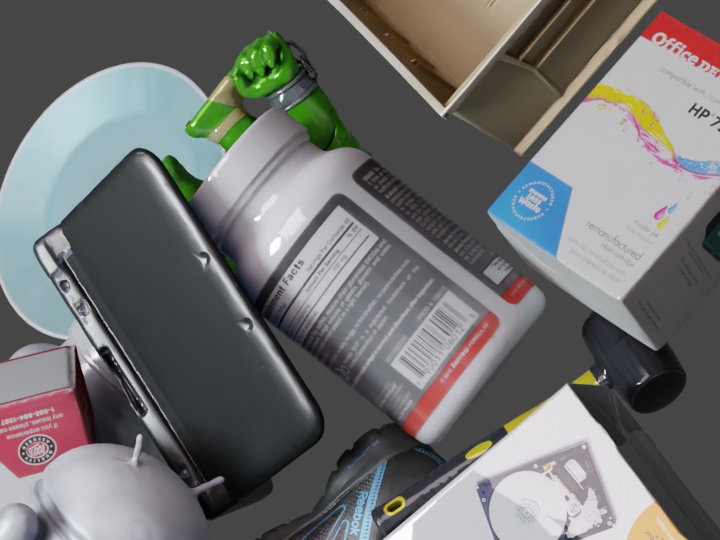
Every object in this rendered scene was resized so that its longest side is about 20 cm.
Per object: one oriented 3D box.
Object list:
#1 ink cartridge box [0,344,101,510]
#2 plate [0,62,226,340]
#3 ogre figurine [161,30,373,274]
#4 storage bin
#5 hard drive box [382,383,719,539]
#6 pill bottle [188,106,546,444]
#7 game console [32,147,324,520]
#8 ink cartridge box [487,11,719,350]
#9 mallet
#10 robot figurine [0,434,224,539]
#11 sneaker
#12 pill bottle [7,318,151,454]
[{"bbox_3d":[-0.218,0.165,1.684,0.145,0.200,0.083,-15,20,-3],"label":"ink cartridge box"},{"bbox_3d":[-0.166,-0.045,1.869,0.200,0.026,0.200,-14,64,30],"label":"plate"},{"bbox_3d":[-0.067,-0.050,1.731,0.120,0.098,0.200,38,109,-4],"label":"ogre figurine"},{"bbox_3d":[0.084,-0.210,1.714,0.199,0.094,0.200,-49,51,9],"label":"storage bin"},{"bbox_3d":[0.099,0.184,1.527,0.200,0.077,0.156,-43,72,15],"label":"hard drive box"},{"bbox_3d":[0.000,0.000,1.620,0.200,0.116,0.116,39,97,5],"label":"pill bottle"},{"bbox_3d":[-0.093,0.036,1.654,0.116,0.176,0.200,-34,83,13],"label":"game console"},{"bbox_3d":[0.185,-0.067,1.578,0.200,0.067,0.116,-49,51,-7],"label":"ink cartridge box"},{"bbox_3d":[0.090,0.085,1.598,0.200,0.041,0.066,-28,53,7],"label":"mallet"},{"bbox_3d":[-0.165,0.182,1.592,0.200,0.170,0.113,-49,54,9],"label":"robot figurine"},{"bbox_3d":[-0.018,0.184,1.639,0.200,0.073,0.082,-50,52,9],"label":"sneaker"},{"bbox_3d":[-0.207,0.119,1.774,0.200,0.112,0.112,-48,52,10],"label":"pill bottle"}]
